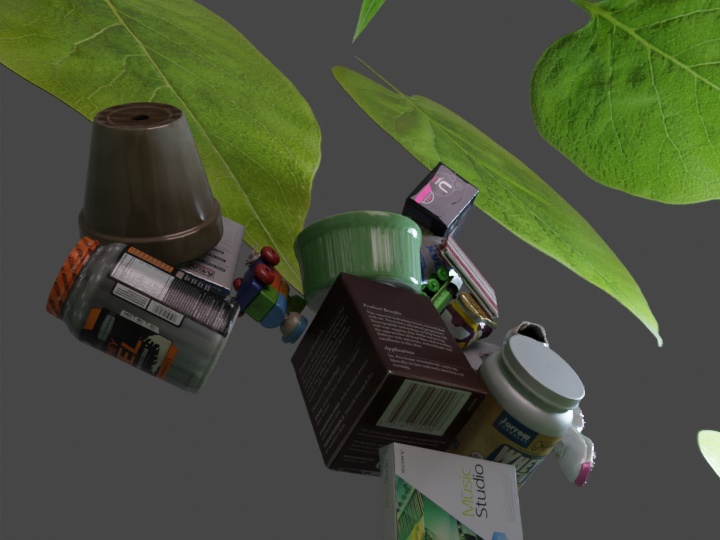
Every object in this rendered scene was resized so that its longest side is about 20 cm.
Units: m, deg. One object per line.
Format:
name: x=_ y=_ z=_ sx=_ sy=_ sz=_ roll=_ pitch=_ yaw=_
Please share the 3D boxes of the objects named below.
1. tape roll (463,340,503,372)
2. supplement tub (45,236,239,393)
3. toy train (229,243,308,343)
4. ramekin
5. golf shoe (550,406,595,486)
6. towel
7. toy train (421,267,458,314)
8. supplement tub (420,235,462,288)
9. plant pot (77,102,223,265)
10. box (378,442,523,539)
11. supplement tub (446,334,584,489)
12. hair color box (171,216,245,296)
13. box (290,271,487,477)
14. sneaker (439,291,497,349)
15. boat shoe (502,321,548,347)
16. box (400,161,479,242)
tape roll: x=0.233 y=0.183 z=1.190 sx=0.196 sy=0.067 sz=0.200 roll=16 pitch=12 yaw=-3
supplement tub: x=-0.251 y=0.049 z=0.854 sx=0.197 sy=0.124 sz=0.123 roll=27 pitch=24 yaw=-9
toy train: x=-0.128 y=0.027 z=1.116 sx=0.115 sy=0.085 sz=0.201 roll=41 pitch=17 yaw=-14
ramekin: x=0.000 y=0.000 z=1.099 sx=0.197 sy=0.199 sz=0.100 roll=12 pitch=61 yaw=-37
golf shoe: x=0.328 y=0.281 z=1.205 sx=0.090 sy=0.077 sz=0.200 roll=20 pitch=18 yaw=-1
towel: x=0.187 y=0.009 z=1.268 sx=0.145 sy=0.023 sz=0.200 roll=51 pitch=12 yaw=-2
toy train: x=0.092 y=0.073 z=1.160 sx=0.056 sy=0.042 sz=0.200 roll=46 pitch=61 yaw=-3
supplement tub: x=0.096 y=0.004 z=1.357 sx=0.132 sy=0.133 sz=0.198 roll=43 pitch=27 yaw=24
plant pot: x=-0.289 y=-0.125 z=0.991 sx=0.195 sy=0.177 sz=0.201 roll=2 pitch=29 yaw=-1
box: x=0.111 y=0.293 z=0.868 sx=0.197 sy=0.036 sz=0.147 roll=17 pitch=56 yaw=-28
supplement tub: x=0.202 y=0.206 z=1.014 sx=0.143 sy=0.202 sz=0.145 roll=25 pitch=24 yaw=-12
hair color box: x=-0.233 y=-0.017 z=1.078 sx=0.098 sy=0.061 sz=0.201 roll=23 pitch=25 yaw=-14
box: x=0.030 y=0.141 z=0.972 sx=0.163 sy=0.166 sz=0.201 roll=16 pitch=28 yaw=-31
sneaker: x=0.161 y=0.089 z=1.177 sx=0.075 sy=0.090 sz=0.200 roll=51 pitch=9 yaw=20
boat shoe: x=0.280 y=0.118 z=1.221 sx=0.071 sy=0.067 sz=0.200 roll=17 pitch=12 yaw=9
box: x=0.151 y=-0.105 z=1.516 sx=0.105 sy=0.201 sz=0.122 roll=37 pitch=63 yaw=12
